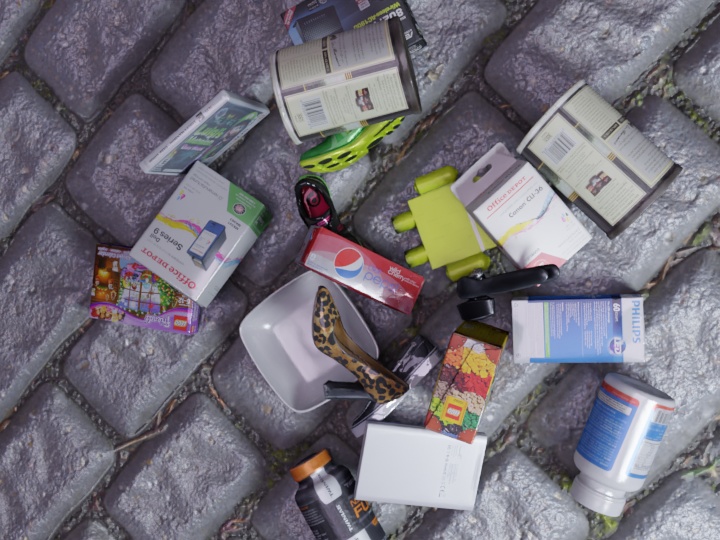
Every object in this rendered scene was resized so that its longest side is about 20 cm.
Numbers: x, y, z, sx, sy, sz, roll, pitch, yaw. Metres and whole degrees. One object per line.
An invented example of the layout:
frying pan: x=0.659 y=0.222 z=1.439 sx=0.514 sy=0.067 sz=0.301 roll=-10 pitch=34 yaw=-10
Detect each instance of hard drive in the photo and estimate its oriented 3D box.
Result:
hard drive: x=0.098 y=0.320 z=1.360 sx=0.199 sy=0.025 sz=0.132 roll=8 pitch=100 yaw=-9

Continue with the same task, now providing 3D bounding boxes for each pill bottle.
pill bottle: x=-0.041 y=0.402 z=1.394 sx=0.106 sy=0.106 sz=0.200 roll=-31 pitch=86 yaw=13
pill bottle: x=0.397 y=0.270 z=1.284 sx=0.112 sy=0.112 sz=0.200 roll=22 pitch=97 yaw=11

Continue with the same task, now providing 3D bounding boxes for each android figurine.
android figurine: x=0.156 y=-0.079 z=1.357 sx=0.200 sy=0.041 sz=0.182 roll=-19 pitch=89 yaw=15

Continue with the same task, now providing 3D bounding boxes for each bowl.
bowl: x=-0.080 y=0.117 z=1.404 sx=0.200 sy=0.075 sz=0.200 roll=-36 pitch=85 yaw=11

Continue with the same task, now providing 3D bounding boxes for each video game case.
video game case: x=-0.249 y=-0.218 z=1.359 sx=0.182 sy=0.200 sz=0.023 roll=-38 pitch=86 yaw=12

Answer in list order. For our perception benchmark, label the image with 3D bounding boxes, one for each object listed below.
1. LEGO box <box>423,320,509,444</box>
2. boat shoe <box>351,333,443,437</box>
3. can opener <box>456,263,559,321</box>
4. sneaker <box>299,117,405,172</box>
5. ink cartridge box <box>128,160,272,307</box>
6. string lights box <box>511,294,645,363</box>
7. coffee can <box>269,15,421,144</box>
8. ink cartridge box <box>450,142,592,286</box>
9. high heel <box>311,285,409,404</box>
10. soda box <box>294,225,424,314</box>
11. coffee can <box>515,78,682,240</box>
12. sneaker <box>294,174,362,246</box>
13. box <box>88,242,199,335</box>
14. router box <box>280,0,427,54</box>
LEGO box: x=0.168 y=0.164 z=1.285 sx=0.077 sy=0.200 sz=0.149 roll=17 pitch=97 yaw=12
boat shoe: x=0.046 y=0.189 z=1.380 sx=0.068 sy=0.072 sz=0.200 roll=44 pitch=99 yaw=5
can opener: x=0.224 y=0.022 z=1.279 sx=0.200 sy=0.063 sz=0.079 roll=-23 pitch=91 yaw=47
sneaker: x=-0.018 y=-0.232 z=1.378 sx=0.200 sy=0.074 sz=0.084 roll=-34 pitch=71 yaw=8
ink cartridge box: x=-0.268 y=-0.059 z=1.405 sx=0.145 sy=0.088 sz=0.200 roll=35 pitch=84 yaw=8
string lights box: x=0.342 y=0.092 z=1.313 sx=0.199 sy=0.059 sz=0.103 roll=-1 pitch=93 yaw=13
coffee can: x=-0.021 y=-0.288 z=1.264 sx=0.199 sy=0.146 sz=0.147 roll=-13 pitch=90 yaw=9
ink cartridge box: x=0.246 y=-0.089 z=1.288 sx=0.116 sy=0.068 sz=0.200 roll=-43 pitch=100 yaw=4
high heel: x=0.001 y=0.115 z=1.307 sx=0.142 sy=0.071 sz=0.200 roll=-2 pitch=110 yaw=19
soda box: x=0.000 y=0.000 z=1.334 sx=0.200 sy=0.063 sz=0.070 roll=25 pitch=86 yaw=-19
coffee can: x=0.357 y=-0.167 z=1.251 sx=0.200 sy=0.146 sz=0.146 roll=45 pitch=101 yaw=7
sneaker: x=-0.059 y=-0.066 z=1.383 sx=0.077 sy=0.084 sz=0.200 roll=-32 pitch=86 yaw=13
box: x=-0.382 y=0.031 z=1.486 sx=0.199 sy=0.039 sz=0.137 roll=8 pitch=96 yaw=12
router box: x=-0.012 y=-0.394 z=1.365 sx=0.200 sy=0.062 sz=0.150 roll=-26 pitch=89 yaw=13
